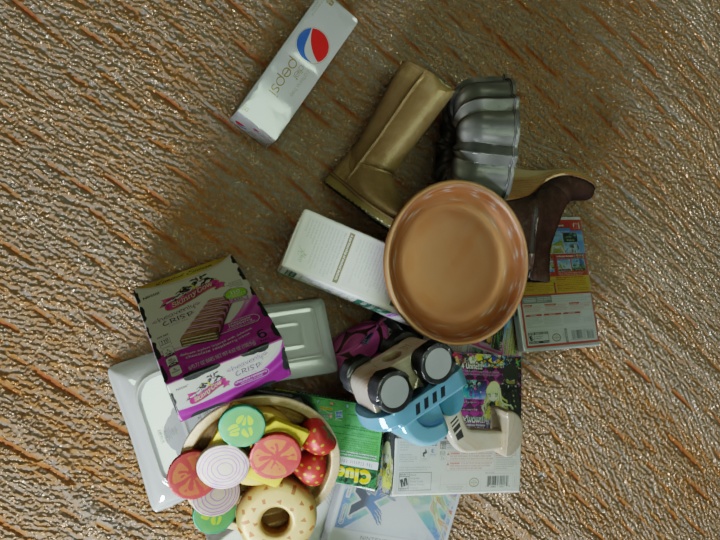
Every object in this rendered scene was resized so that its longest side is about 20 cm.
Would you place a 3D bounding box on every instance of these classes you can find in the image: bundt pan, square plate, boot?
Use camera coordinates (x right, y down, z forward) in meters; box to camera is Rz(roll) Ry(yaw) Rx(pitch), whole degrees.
[{"bbox_3d":[0.149,-0.165,0.955,0.075,0.202,0.205,4,90,-5],"label":"bundt pan"},{"bbox_3d":[-0.204,0.190,0.924,0.196,0.028,0.203,-18,97,-18],"label":"square plate"},{"bbox_3d":[0.057,-0.161,0.923,0.201,0.175,0.066,-53,148,3],"label":"boot"},{"bbox_3d":[0.267,-0.064,1.039,0.197,0.072,0.169,1,81,-23],"label":"boot"}]

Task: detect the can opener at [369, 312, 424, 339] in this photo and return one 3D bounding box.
[{"bbox_3d":[0.028,0.029,0.980,0.079,0.063,0.201,-42,104,-13],"label":"can opener"}]

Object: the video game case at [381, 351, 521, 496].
[{"bbox_3d":[0.123,0.198,0.924,0.198,0.036,0.184,6,82,-24],"label":"video game case"}]

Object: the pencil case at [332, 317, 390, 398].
[{"bbox_3d":[0.041,0.167,0.977,0.093,0.091,0.201,-33,104,-12],"label":"pencil case"}]

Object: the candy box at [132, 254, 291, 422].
[{"bbox_3d":[-0.181,0.071,0.838,0.135,0.200,0.062,-21,126,-18],"label":"candy box"}]

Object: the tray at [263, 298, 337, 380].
[{"bbox_3d":[-0.133,0.094,0.917,0.197,0.022,0.109,-7,66,-15],"label":"tray"}]

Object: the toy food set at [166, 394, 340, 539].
[{"bbox_3d":[-0.121,0.237,0.829,0.196,0.049,0.201,25,106,-19],"label":"toy food set"}]

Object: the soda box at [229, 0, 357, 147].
[{"bbox_3d":[-0.088,-0.264,0.929,0.063,0.068,0.201,35,81,-16],"label":"soda box"}]

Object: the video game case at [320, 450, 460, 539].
[{"bbox_3d":[0.057,0.278,0.935,0.180,0.022,0.203,17,88,-23],"label":"video game case"}]

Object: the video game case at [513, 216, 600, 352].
[{"bbox_3d":[0.288,0.018,1.067,0.141,0.017,0.203,-2,80,-22],"label":"video game case"}]

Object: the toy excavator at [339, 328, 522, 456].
[{"bbox_3d":[0.093,0.168,0.852,0.193,0.100,0.202,-27,107,-24],"label":"toy excavator"}]

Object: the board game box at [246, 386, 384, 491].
[{"bbox_3d":[-0.069,0.209,0.894,0.197,0.023,0.106,7,86,11],"label":"board game box"}]

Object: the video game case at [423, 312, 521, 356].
[{"bbox_3d":[0.164,0.102,1.010,0.181,0.024,0.203,21,72,-33],"label":"video game case"}]

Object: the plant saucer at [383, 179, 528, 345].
[{"bbox_3d":[0.116,-0.010,0.874,0.197,0.037,0.203,0,89,-20],"label":"plant saucer"}]

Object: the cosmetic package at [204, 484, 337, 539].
[{"bbox_3d":[-0.096,0.329,0.935,0.199,0.085,0.108,-33,103,-15],"label":"cosmetic package"}]

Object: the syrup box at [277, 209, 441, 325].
[{"bbox_3d":[0.000,0.000,0.909,0.198,0.079,0.082,24,82,-8],"label":"syrup box"}]
